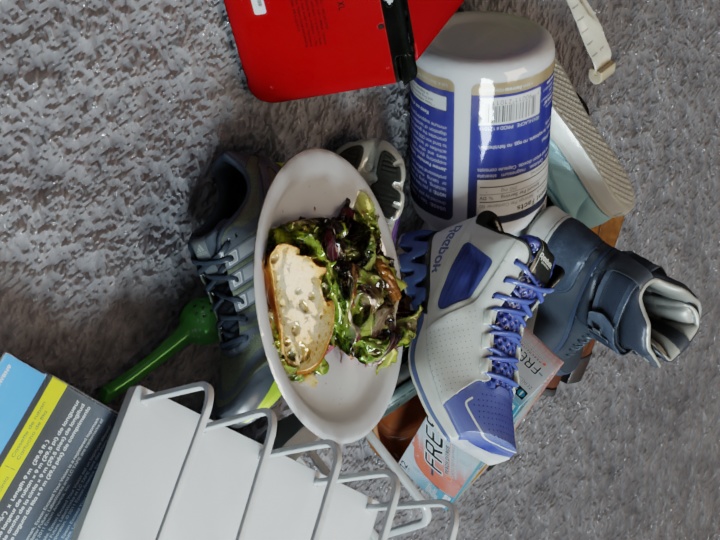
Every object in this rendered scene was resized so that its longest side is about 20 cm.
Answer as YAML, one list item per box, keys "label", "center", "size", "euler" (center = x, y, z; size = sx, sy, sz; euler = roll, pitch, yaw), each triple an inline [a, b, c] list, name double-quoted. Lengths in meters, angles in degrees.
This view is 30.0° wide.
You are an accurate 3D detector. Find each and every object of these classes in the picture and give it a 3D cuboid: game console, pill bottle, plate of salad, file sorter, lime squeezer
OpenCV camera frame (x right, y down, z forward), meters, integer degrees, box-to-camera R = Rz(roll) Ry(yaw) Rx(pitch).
- label: "game console"
  center: [-0.011, -0.235, 0.902]
  size: [0.119, 0.170, 0.201]
  euler: [-92, 171, -48]
- label: "pill bottle"
  center: [0.096, -0.098, 1.092]
  size: [0.115, 0.115, 0.202]
  euler: [-32, 134, -39]
- label: "plate of salad"
  center: [-0.009, 0.016, 0.913]
  size: [0.200, 0.048, 0.202]
  euler: [24, 62, -57]
- label: "file sorter"
  center: [-0.065, 0.206, 0.985]
  size: [0.200, 0.139, 0.125]
  euler: [-42, 95, -32]
- label: "file sorter"
  center: [-0.059, 0.169, 0.829]
  size: [0.199, 0.124, 0.140]
  euler: [29, 65, -24]
- label: "lime squeezer"
  center: [-0.101, 0.050, 0.982]
  size: [0.199, 0.038, 0.071]
  euler: [-12, 119, -51]

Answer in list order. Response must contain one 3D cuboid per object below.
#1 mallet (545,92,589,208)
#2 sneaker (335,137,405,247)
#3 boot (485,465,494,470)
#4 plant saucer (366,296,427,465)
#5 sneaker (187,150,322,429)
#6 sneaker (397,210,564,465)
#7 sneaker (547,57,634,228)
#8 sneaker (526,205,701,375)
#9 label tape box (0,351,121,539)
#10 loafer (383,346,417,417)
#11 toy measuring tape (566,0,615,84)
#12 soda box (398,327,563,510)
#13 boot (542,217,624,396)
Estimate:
- label: "mallet"
  center: [0.183, -0.074, 1.234]
  size: [0.066, 0.041, 0.202]
  euler: [13, 76, -57]
- label: "sneaker"
  center: [0.000, 0.000, 1.047]
  size: [0.083, 0.080, 0.202]
  euler: [20, 87, -76]
- label: "boot"
  center: [0.146, 0.073, 1.250]
  size: [0.138, 0.077, 0.202]
  euler: [-30, 133, -48]
- label: "plant saucer"
  center: [0.066, 0.083, 1.234]
  size: [0.200, 0.032, 0.202]
  euler: [-30, 131, -41]
- label: "sneaker"
  center: [-0.084, 0.009, 0.922]
  size: [0.081, 0.074, 0.202]
  euler: [22, 61, -35]
- label: "sneaker"
  center: [0.097, 0.032, 1.003]
  size: [0.080, 0.115, 0.201]
  euler: [30, 40, -46]
- label: "sneaker"
  center: [0.152, -0.118, 1.159]
  size: [0.201, 0.082, 0.074]
  euler: [58, 32, -5]
- label: "sneaker"
  center: [0.208, 0.051, 1.128]
  size: [0.077, 0.146, 0.203]
  euler: [-48, 150, -23]
- label: "label tape box"
  center: [-0.217, 0.137, 0.850]
  size: [0.145, 0.063, 0.200]
  euler: [-60, 145, -11]
- label: "loafer"
  center: [0.043, 0.063, 1.091]
  size: [0.072, 0.063, 0.200]
  euler: [-41, 173, 31]
- label: "toy measuring tape"
  center: [0.137, -0.238, 1.071]
  size: [0.073, 0.073, 0.201]
  euler: [-36, 106, -36]
- label: "soda box"
  center: [0.099, 0.125, 1.152]
  size: [0.068, 0.064, 0.201]
  euler: [-39, 163, -35]
- label: "boot"
  center: [0.212, 0.021, 1.364]
  size: [0.188, 0.068, 0.202]
  euler: [-2, 110, -53]
